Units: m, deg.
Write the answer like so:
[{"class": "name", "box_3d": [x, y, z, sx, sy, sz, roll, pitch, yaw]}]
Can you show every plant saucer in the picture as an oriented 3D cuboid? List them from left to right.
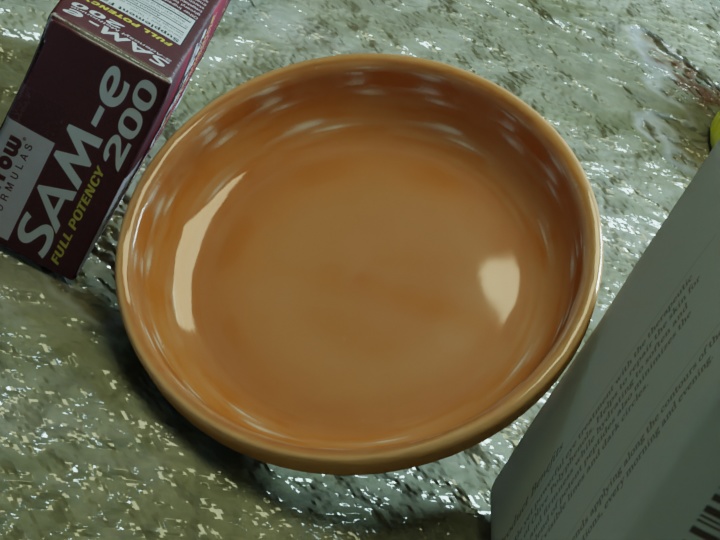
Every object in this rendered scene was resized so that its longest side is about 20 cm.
[{"class": "plant saucer", "box_3d": [0.000, 0.000, 1.203, 0.200, 0.037, 0.200, -2, 57, 3]}]

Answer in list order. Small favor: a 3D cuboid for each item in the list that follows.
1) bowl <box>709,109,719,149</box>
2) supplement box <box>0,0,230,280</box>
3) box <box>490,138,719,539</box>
[{"class": "bowl", "box_3d": [0.310, -0.075, 1.648, 0.200, 0.108, 0.200, 23, 27, -12]}, {"class": "supplement box", "box_3d": [-0.106, -0.091, 1.281, 0.061, 0.109, 0.200, 28, 28, -3]}, {"class": "box", "box_3d": [0.178, 0.096, 1.127, 0.200, 0.199, 0.171, 25, 27, -12]}]
